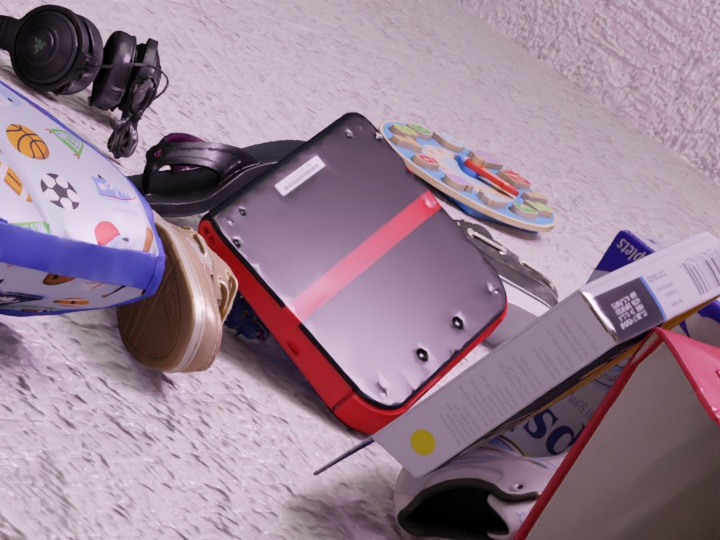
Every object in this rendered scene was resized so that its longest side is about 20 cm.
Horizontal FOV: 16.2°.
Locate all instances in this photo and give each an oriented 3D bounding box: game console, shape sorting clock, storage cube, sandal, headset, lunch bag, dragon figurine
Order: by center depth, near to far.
[{"bbox_3d":[0.210,0.165,1.346,0.179,0.200,0.171,17,25,-29],"label":"storage cube"},{"bbox_3d":[-0.221,-0.043,1.350,0.200,0.124,0.170,30,9,31],"label":"lunch bag"},{"bbox_3d":[0.000,0.000,1.645,0.177,0.031,0.200,49,39,1],"label":"game console"},{"bbox_3d":[-0.059,0.000,1.699,0.099,0.059,0.200,27,15,-20],"label":"dragon figurine"},{"bbox_3d":[-0.107,-0.076,1.771,0.075,0.048,0.200,14,23,40],"label":"sandal"},{"bbox_3d":[-0.209,-0.145,1.936,0.123,0.094,0.200,17,3,-35],"label":"headset"},{"bbox_3d":[0.106,-0.096,2.500,0.200,0.039,0.200,30,12,-7],"label":"shape sorting clock"}]

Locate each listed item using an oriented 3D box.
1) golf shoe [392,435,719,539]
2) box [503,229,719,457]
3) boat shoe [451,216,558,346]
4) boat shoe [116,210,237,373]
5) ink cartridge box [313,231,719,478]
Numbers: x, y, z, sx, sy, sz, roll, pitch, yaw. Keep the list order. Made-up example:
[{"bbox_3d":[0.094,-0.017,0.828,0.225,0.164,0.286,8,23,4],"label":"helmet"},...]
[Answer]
[{"bbox_3d":[0.114,0.137,1.448,0.199,0.079,0.097,-2,17,18],"label":"golf shoe"},{"bbox_3d":[0.195,0.110,1.545,0.105,0.200,0.184,14,21,-49],"label":"box"},{"bbox_3d":[0.073,-0.004,1.967,0.200,0.071,0.064,33,44,-26],"label":"boat shoe"},{"bbox_3d":[-0.108,0.009,1.518,0.069,0.074,0.200,19,16,-25],"label":"boat shoe"},{"bbox_3d":[0.097,0.058,1.429,0.047,0.200,0.197,55,29,7],"label":"ink cartridge box"}]
